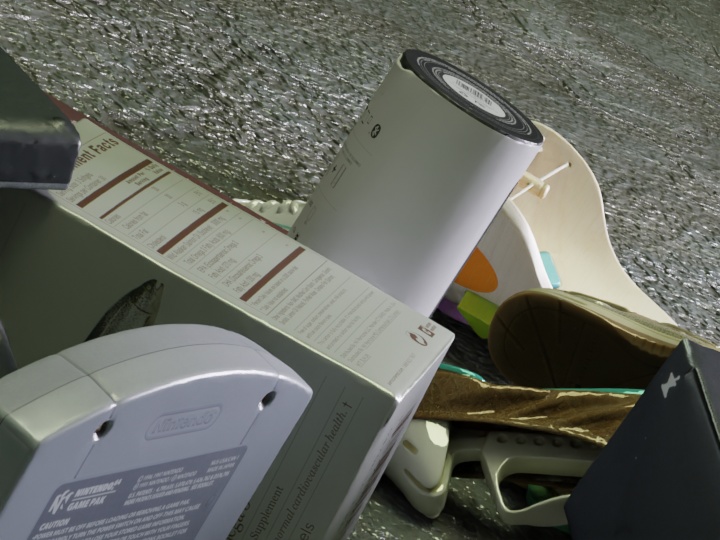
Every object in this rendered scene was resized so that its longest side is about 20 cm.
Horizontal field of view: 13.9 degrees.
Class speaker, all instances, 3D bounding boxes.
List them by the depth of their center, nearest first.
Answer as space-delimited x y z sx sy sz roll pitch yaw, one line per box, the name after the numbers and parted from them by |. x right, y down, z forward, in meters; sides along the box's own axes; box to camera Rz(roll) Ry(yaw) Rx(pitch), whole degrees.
0.000 0.000 1.391 0.081 0.201 0.081 30 14 -9 | speaker

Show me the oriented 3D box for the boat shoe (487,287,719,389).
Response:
0.163 0.063 1.520 0.199 0.072 0.065 26 18 12 | boat shoe

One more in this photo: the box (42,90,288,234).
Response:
-0.142 -0.027 1.472 0.199 0.075 0.100 31 17 6 | box

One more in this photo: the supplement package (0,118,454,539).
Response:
-0.080 0.039 1.293 0.199 0.117 0.117 29 19 6 | supplement package

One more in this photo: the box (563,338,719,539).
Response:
0.216 0.160 1.338 0.199 0.118 0.197 21 31 -22 | box

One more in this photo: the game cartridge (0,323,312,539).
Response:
-0.098 0.082 1.113 0.040 0.134 0.200 42 20 20 | game cartridge

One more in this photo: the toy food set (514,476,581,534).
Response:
0.164 0.130 1.525 0.199 0.049 0.198 20 19 -25 | toy food set

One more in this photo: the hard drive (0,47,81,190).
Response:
-0.230 -0.081 1.210 0.199 0.033 0.140 1 30 -38 | hard drive

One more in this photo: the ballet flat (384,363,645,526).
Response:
0.064 0.089 1.440 0.199 0.068 0.073 8 55 4 | ballet flat

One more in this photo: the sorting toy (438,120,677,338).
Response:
0.117 0.014 1.725 0.180 0.107 0.200 38 18 7 | sorting toy

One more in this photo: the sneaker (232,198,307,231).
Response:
-0.038 -0.008 1.565 0.200 0.081 0.070 36 21 31 | sneaker

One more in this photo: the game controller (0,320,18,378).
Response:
-0.223 0.046 1.085 0.199 0.042 0.105 -6 41 -16 | game controller
